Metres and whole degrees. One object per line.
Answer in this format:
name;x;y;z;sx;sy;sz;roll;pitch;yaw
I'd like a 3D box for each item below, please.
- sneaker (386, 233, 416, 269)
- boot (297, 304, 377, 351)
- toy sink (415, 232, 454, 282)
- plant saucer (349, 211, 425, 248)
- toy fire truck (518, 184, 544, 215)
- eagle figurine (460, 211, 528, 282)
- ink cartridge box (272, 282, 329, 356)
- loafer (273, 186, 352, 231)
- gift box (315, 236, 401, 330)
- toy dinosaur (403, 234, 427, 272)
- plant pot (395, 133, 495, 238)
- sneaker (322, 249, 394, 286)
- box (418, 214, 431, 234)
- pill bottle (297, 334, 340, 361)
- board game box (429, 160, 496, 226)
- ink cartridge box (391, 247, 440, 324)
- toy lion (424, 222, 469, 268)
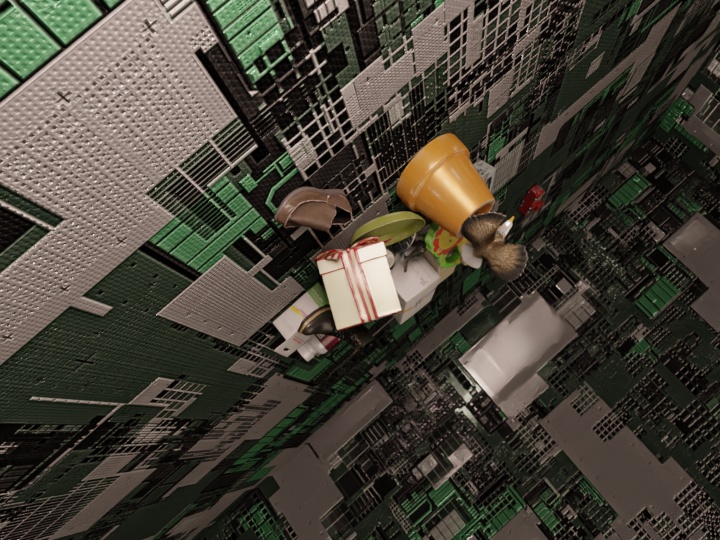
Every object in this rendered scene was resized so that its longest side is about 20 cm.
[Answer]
sneaker;0.110;-0.089;1.476;0.086;0.078;0.201;-43;172;-35
boot;-0.051;0.159;1.357;0.198;0.139;0.078;-17;148;-45
toy sink;0.238;-0.056;1.691;0.111;0.131;0.201;-36;160;-15
plant saucer;0.062;-0.099;1.305;0.196;0.032;0.200;-18;169;-4
toy fire truck;0.756;-0.309;2.296;0.140;0.049;0.201;-35;159;-22
eagle figurine;0.305;-0.064;1.217;0.200;0.149;0.154;-35;132;-72
ink cartridge box;-0.155;0.133;1.412;0.199;0.067;0.117;-42;160;-3
loafer;-0.079;-0.113;1.012;0.198;0.071;0.073;-19;152;-49
gift box;0.003;0.026;1.239;0.181;0.190;0.200;-16;173;-6
toy dinosaur;0.164;-0.060;1.521;0.200;0.048;0.088;-42;-162;-25
plant pot;0.215;-0.186;1.266;0.199;0.184;0.201;-36;161;-14
sneaker;0.000;0.000;1.400;0.196;0.076;0.106;-20;169;7
box;0.239;-0.167;1.585;0.198;0.042;0.039;-30;159;-34
pill bottle;-0.100;0.162;1.516;0.199;0.113;0.113;-40;162;-4
board game box;0.291;-0.206;1.513;0.198;0.064;0.149;-31;142;-30
ink cartridge box;0.145;0.045;1.696;0.144;0.148;0.201;-35;160;-17
toy lion;0.252;-0.090;1.467;0.189;0.069;0.203;-20;136;-32
